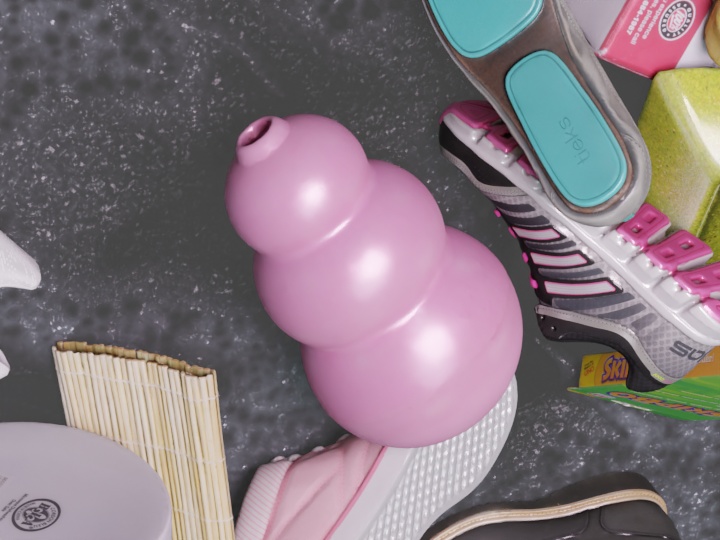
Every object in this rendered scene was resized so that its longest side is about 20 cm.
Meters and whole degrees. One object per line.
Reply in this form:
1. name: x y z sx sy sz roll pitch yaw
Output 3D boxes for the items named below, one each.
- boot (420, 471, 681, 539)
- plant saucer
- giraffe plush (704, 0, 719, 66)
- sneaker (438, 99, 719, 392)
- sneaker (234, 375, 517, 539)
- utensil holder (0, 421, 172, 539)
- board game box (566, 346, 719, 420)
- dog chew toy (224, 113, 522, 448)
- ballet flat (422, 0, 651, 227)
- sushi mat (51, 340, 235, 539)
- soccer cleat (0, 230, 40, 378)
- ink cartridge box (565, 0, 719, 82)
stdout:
1. boot: 0.115 0.204 1.210 0.198 0.139 0.078 -23 126 -7
2. plant saucer: 0.240 -0.032 1.097 0.197 0.048 0.201 -1 149 -6
3. giraffe plush: 0.251 -0.123 0.962 0.173 0.162 0.200 -54 147 5
4. sneaker: 0.110 -0.009 1.067 0.088 0.199 0.074 -57 167 31
5. sneaker: 0.001 0.114 1.157 0.201 0.104 0.076 -50 134 -26
6. utensil holder: -0.182 0.208 1.071 0.168 0.170 0.202 -4 119 -20
7. board game box: 0.213 0.064 1.157 0.095 0.199 0.030 16 73 -29
8. dog chew toy: 0.000 0.000 1.056 0.124 0.125 0.200 -37 118 3
9. ballet flat: 0.085 -0.109 1.016 0.067 0.201 0.064 -30 167 14
10. sushi mat: -0.115 0.129 1.114 0.095 0.012 0.202 9 125 20
11. soccer cleat: -0.232 0.062 1.017 0.086 0.070 0.201 26 106 -21
12. ink cartridge box: 0.219 -0.161 1.065 0.199 0.086 0.148 17 112 -32
